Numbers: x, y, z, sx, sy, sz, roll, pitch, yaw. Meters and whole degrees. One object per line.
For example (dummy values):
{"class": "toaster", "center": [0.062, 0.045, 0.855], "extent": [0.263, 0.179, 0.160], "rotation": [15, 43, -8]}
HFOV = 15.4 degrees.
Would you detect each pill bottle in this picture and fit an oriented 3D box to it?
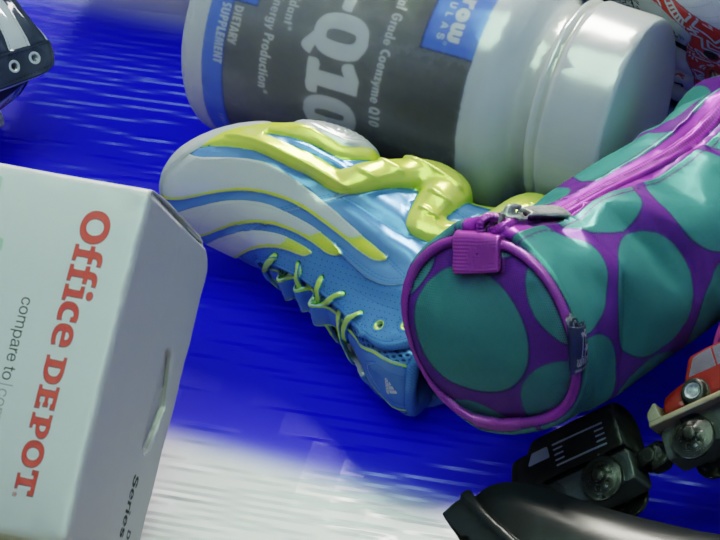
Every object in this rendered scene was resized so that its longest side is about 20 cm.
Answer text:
{"class": "pill bottle", "center": [0.031, -0.091, 1.184], "extent": [0.199, 0.114, 0.114], "rotation": [17, 47, 21]}

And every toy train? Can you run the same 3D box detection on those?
{"class": "toy train", "center": [0.145, 0.049, 1.021], "extent": [0.200, 0.034, 0.046], "rotation": [-27, 55, 21]}

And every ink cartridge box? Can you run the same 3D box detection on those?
{"class": "ink cartridge box", "center": [-0.178, 0.029, 1.052], "extent": [0.199, 0.084, 0.145], "rotation": [10, 77, 14]}

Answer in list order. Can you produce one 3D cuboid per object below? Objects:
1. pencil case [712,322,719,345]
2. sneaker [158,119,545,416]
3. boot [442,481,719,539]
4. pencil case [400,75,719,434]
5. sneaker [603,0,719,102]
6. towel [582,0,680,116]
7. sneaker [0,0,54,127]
{"class": "pencil case", "center": [0.235, 0.059, 1.035], "extent": [0.200, 0.089, 0.088], "rotation": [28, 52, 28]}
{"class": "sneaker", "center": [0.000, 0.000, 1.118], "extent": [0.199, 0.076, 0.105], "rotation": [10, 46, 13]}
{"class": "boot", "center": [0.151, 0.095, 0.966], "extent": [0.200, 0.076, 0.168], "rotation": [38, 80, 31]}
{"class": "pencil case", "center": [0.109, -0.012, 1.060], "extent": [0.085, 0.093, 0.200], "rotation": [19, 35, 35]}
{"class": "sneaker", "center": [0.175, -0.115, 1.163], "extent": [0.067, 0.108, 0.201], "rotation": [-45, 41, -17]}
{"class": "towel", "center": [0.177, -0.133, 1.288], "extent": [0.144, 0.024, 0.200], "rotation": [6, 46, 8]}
{"class": "sneaker", "center": [-0.195, -0.055, 1.193], "extent": [0.108, 0.070, 0.201], "rotation": [11, 60, -31]}
